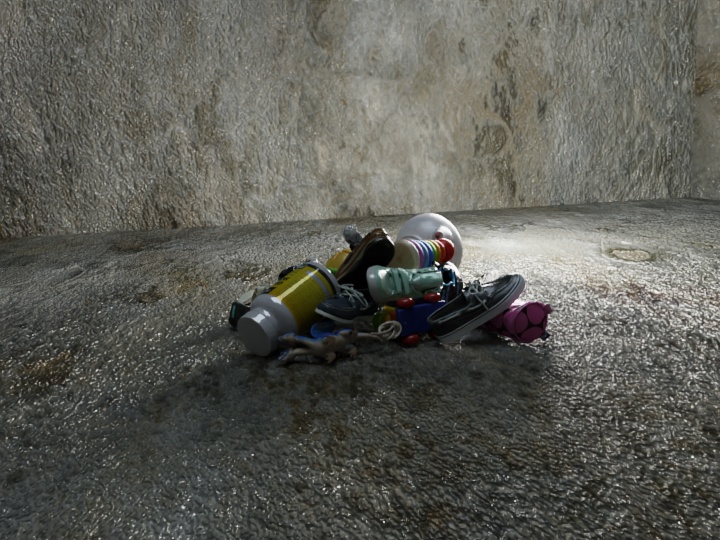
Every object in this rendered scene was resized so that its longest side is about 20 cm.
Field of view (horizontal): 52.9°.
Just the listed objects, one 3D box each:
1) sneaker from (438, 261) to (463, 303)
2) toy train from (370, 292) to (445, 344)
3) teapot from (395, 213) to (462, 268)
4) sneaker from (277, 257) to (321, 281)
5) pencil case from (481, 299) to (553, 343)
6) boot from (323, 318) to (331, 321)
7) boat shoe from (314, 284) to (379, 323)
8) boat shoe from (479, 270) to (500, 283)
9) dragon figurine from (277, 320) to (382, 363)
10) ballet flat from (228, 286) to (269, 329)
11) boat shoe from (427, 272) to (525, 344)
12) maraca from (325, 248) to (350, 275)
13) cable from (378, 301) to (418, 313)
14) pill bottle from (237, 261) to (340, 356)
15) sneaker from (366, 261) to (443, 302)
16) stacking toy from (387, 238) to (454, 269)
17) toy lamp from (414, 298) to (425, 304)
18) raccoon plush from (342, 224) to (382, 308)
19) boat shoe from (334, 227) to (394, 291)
[{"bbox_3d":[0.198,0.022,1.624,0.072,0.083,0.200,5,28,5],"label":"sneaker"},{"bbox_3d":[0.062,0.098,1.387,0.199,0.086,0.115,-9,2,-37],"label":"toy train"},{"bbox_3d":[0.154,-0.043,1.862,0.196,0.202,0.146,20,33,37],"label":"teapot"},{"bbox_3d":[-0.140,0.025,1.741,0.111,0.074,0.200,-16,-17,1],"label":"sneaker"},{"bbox_3d":[0.282,0.079,1.411,0.094,0.091,0.200,-42,24,-11],"label":"pencil case"},{"bbox_3d":[-0.084,0.074,1.576,0.163,0.066,0.200,-12,9,-6],"label":"boot"},{"bbox_3d":[-0.017,0.062,1.376,0.075,0.062,0.199,30,13,29],"label":"boat shoe"},{"bbox_3d":[0.282,0.044,1.632,0.073,0.075,0.200,-2,9,3],"label":"boat shoe"},{"bbox_3d":[-0.056,0.126,1.310,0.199,0.059,0.099,-13,15,-39],"label":"dragon figurine"},{"bbox_3d":[-0.223,0.074,1.603,0.067,0.069,0.200,0,11,21],"label":"ballet flat"},{"bbox_3d":[0.214,0.055,1.352,0.198,0.068,0.074,-33,22,5],"label":"boat shoe"},{"bbox_3d":[0.008,0.002,1.734,0.198,0.108,0.137,3,8,-10],"label":"maraca"},{"bbox_3d":[0.122,0.097,1.537,0.198,0.051,0.097,12,-4,10],"label":"cable"},{"bbox_3d":[-0.137,0.075,1.382,0.112,0.113,0.200,6,31,39],"label":"pill bottle"},{"bbox_3d":[0.093,0.017,1.409,0.117,0.074,0.200,-15,-10,25],"label":"sneaker"},{"bbox_3d":[0.144,-0.037,1.587,0.085,0.086,0.199,6,13,38],"label":"stacking toy"},{"bbox_3d":[0.127,0.019,1.624,0.058,0.059,0.200,-3,16,0],"label":"toy lamp"},{"bbox_3d":[0.000,0.000,1.600,0.096,0.201,0.134,-28,1,-43],"label":"raccoon plush"},{"bbox_3d":[-0.002,-0.005,1.487,0.075,0.200,0.074,30,28,-27],"label":"boat shoe"}]
